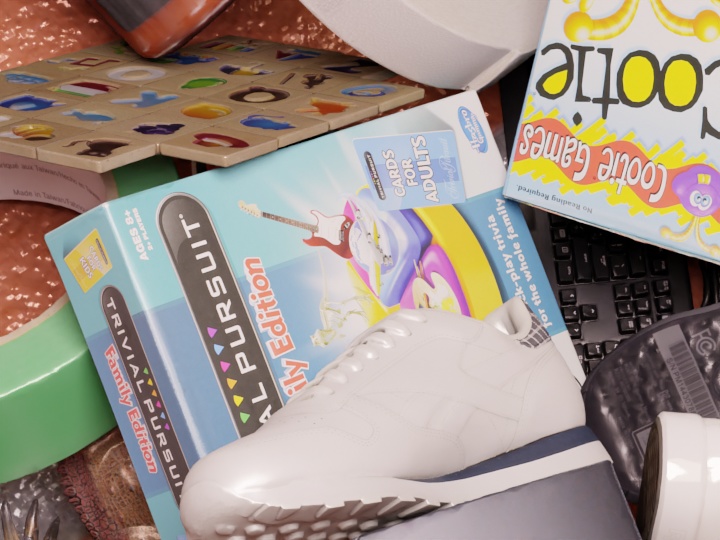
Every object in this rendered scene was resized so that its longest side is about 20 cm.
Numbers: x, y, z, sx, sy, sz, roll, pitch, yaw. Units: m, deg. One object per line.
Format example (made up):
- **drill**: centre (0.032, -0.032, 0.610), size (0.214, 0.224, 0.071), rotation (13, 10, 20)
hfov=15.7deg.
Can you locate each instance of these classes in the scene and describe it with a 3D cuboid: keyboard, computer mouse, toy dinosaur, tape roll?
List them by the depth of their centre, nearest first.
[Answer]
- **computer mouse**: centre (0.195, 0.058, 1.043), size (0.199, 0.046, 0.141), rotation (-32, 71, 10)
- **toy dinosaur**: centre (-0.095, 0.082, 1.070), size (0.135, 0.086, 0.201), rotation (-8, 71, -12)
- **tape roll**: centre (-0.166, 0.002, 1.073), size (0.199, 0.048, 0.201), rotation (-6, 43, 6)
- **tape roll**: centre (0.014, -0.171, 1.113), size (0.202, 0.037, 0.204), rotation (31, 41, -31)
- **keyboard**: centre (0.121, -0.031, 1.167), size (0.103, 0.040, 0.201), rotation (-4, 69, -7)

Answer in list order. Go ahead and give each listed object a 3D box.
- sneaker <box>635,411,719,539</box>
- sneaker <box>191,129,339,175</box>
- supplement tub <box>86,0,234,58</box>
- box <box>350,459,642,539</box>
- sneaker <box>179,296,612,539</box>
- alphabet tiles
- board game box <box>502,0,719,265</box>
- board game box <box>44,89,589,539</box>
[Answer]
- **sneaker**: centre (0.144, 0.130, 1.014), size (0.084, 0.200, 0.073), rotation (3, 54, -1)
- **sneaker**: centre (0.000, 0.000, 1.116), size (0.075, 0.085, 0.200), rotation (-41, 77, -19)
- **supplement tub**: centre (-0.119, -0.193, 1.098), size (0.200, 0.107, 0.107), rotation (46, 69, -12)
- **box**: centre (0.057, 0.181, 0.985), size (0.104, 0.200, 0.149), rotation (-16, 70, -13)
- **sneaker**: centre (0.005, 0.059, 0.958), size (0.199, 0.076, 0.081), rotation (-7, 75, -48)
- **alphabet tiles**: centre (-0.078, -0.071, 1.071), size (0.166, 0.006, 0.200), rotation (13, 21, 34)
- **board game box**: centre (0.144, -0.116, 1.064), size (0.103, 0.105, 0.201), rotation (19, 104, 24)
- **board game box**: centre (-0.009, 0.026, 1.029), size (0.199, 0.047, 0.152), rotation (-20, 87, -41)
